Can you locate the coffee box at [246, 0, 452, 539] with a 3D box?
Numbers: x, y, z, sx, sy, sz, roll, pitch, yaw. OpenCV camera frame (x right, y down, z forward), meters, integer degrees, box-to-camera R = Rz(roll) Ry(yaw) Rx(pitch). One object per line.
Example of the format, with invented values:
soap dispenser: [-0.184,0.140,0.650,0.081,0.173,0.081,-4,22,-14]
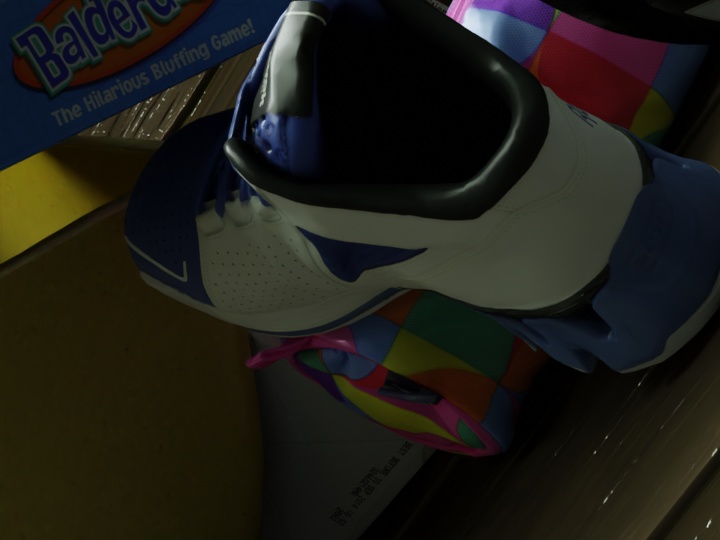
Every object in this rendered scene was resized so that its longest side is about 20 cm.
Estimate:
coffee box: [0.000,0.000,0.983,0.113,0.080,0.200,-53,11,47]

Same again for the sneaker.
sneaker: [-0.003,-0.036,0.710,0.199,0.115,0.081,6,66,46]

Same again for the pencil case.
pencil case: [0.047,-0.038,0.813,0.200,0.088,0.088,-62,8,-13]

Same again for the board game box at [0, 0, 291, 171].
board game box: [-0.113,-0.055,0.796,0.152,0.045,0.200,-30,8,-32]

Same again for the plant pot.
plant pot: [-0.148,0.080,0.889,0.195,0.200,0.194,-32,26,-35]

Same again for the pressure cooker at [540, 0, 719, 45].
pressure cooker: [0.092,-0.148,0.590,0.179,0.176,0.200,-61,11,-26]
